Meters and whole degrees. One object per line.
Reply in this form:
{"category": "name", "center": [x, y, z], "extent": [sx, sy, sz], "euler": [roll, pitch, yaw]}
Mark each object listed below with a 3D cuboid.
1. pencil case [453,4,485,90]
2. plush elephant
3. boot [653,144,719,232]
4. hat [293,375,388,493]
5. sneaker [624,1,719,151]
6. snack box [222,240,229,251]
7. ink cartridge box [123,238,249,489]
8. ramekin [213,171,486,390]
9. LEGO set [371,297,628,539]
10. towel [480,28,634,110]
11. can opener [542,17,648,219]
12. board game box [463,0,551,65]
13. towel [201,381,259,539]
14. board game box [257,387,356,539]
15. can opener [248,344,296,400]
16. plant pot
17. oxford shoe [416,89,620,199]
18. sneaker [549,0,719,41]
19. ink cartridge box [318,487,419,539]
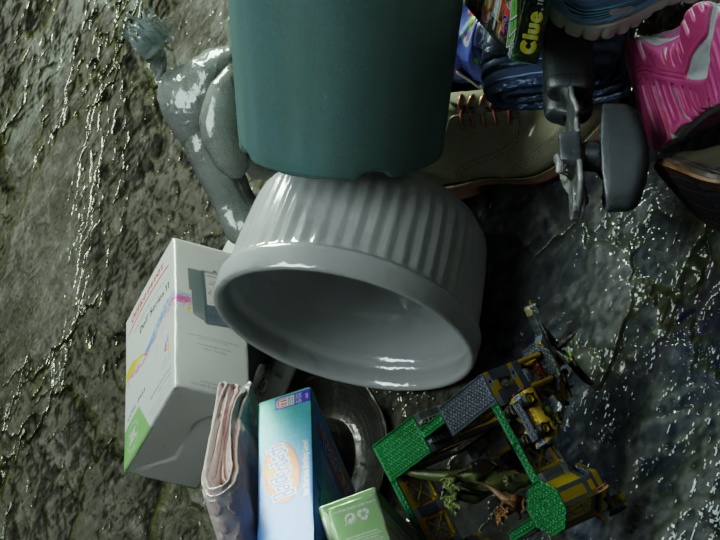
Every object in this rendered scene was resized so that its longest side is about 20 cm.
{"category": "pencil case", "center": [0.072, -0.180, 1.806], "extent": [0.200, 0.078, 0.087], "euler": [13, 74, 58]}
{"category": "plush elephant", "center": [-0.071, -0.151, 1.812], "extent": [0.155, 0.200, 0.165], "euler": [-29, 15, 18]}
{"category": "boot", "center": [0.269, -0.070, 1.492], "extent": [0.097, 0.075, 0.200], "euler": [-48, 24, -9]}
{"category": "hat", "center": [-0.067, 0.164, 1.824], "extent": [0.201, 0.081, 0.201], "euler": [-29, 51, 45]}
{"category": "sneaker", "center": [0.241, -0.133, 1.543], "extent": [0.200, 0.088, 0.082], "euler": [161, 95, -73]}
{"category": "snack box", "center": [-0.075, -0.036, 1.931], "extent": [0.072, 0.024, 0.200], "euler": [-60, 11, -26]}
{"category": "ink cartridge box", "center": [-0.141, 0.059, 1.875], "extent": [0.200, 0.067, 0.117], "euler": [-95, 28, -43]}
{"category": "ramekin", "center": [0.000, 0.000, 1.717], "extent": [0.200, 0.200, 0.105], "euler": [-19, 49, 51]}
{"category": "LEGO set", "center": [0.112, 0.128, 1.587], "extent": [0.154, 0.116, 0.200], "euler": [57, 140, 18]}
{"category": "towel", "center": [0.148, -0.208, 1.688], "extent": [0.111, 0.049, 0.200], "euler": [-4, 62, 22]}
{"category": "can opener", "center": [0.158, -0.124, 1.573], "extent": [0.053, 0.067, 0.200], "euler": [86, -175, -60]}
{"category": "board game box", "center": [0.103, -0.213, 1.586], "extent": [0.200, 0.023, 0.105], "euler": [-114, 36, -71]}
{"category": "towel", "center": [-0.066, 0.199, 1.666], "extent": [0.032, 0.200, 0.191], "euler": [-16, 21, 8]}
{"category": "board game box", "center": [-0.027, 0.200, 1.642], "extent": [0.045, 0.152, 0.200], "euler": [-18, 29, 8]}
{"category": "can opener", "center": [-0.054, 0.011, 1.900], "extent": [0.053, 0.067, 0.200], "euler": [25, 94, 57]}
{"category": "plant pot", "center": [-0.010, -0.177, 1.643], "extent": [0.200, 0.200, 0.196], "euler": [35, 129, 56]}
{"category": "oxford shoe", "center": [0.100, -0.103, 1.718], "extent": [0.200, 0.074, 0.071], "euler": [-22, 53, 37]}
{"category": "sneaker", "center": [0.214, -0.223, 1.537], "extent": [0.078, 0.200, 0.090], "euler": [55, 162, 33]}
{"category": "ink cartridge box", "center": [0.031, 0.262, 1.579], "extent": [0.048, 0.146, 0.200], "euler": [-20, 67, 6]}
